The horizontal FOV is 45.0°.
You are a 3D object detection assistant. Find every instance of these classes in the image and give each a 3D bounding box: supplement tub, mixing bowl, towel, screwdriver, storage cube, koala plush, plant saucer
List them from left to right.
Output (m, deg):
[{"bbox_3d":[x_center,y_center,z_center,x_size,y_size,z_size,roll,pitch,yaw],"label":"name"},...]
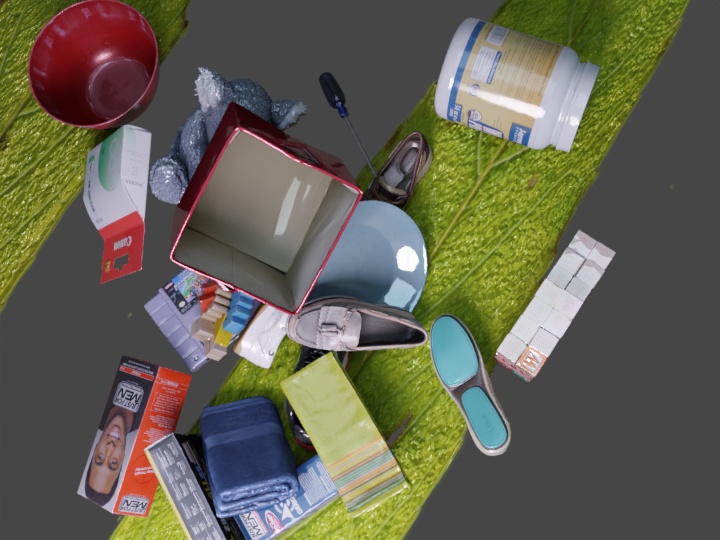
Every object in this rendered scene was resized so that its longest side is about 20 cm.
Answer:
[{"bbox_3d":[-0.385,-0.295,1.316,0.199,0.108,0.201,-1,79,6],"label":"mixing bowl"},{"bbox_3d":[-0.178,-0.193,1.205,0.177,0.200,0.185,18,57,-14],"label":"koala plush"},{"bbox_3d":[-0.149,0.239,1.142,0.111,0.200,0.049,-10,116,-12],"label":"towel"},{"bbox_3d":[-0.124,-0.081,1.075,0.170,0.180,0.201,25,104,-18],"label":"storage cube"},{"bbox_3d":[-0.021,0.208,1.113,0.086,0.018,0.201,-30,75,-4],"label":"towel"},{"bbox_3d":[-0.018,-0.213,1.280,0.028,0.029,0.201,-9,65,-31],"label":"screwdriver"},{"bbox_3d":[0.000,0.000,1.203,0.200,0.039,0.202,-8,107,-27],"label":"plant saucer"},{"bbox_3d":[0.217,-0.255,1.212,0.199,0.145,0.145,21,82,11],"label":"supplement tub"}]

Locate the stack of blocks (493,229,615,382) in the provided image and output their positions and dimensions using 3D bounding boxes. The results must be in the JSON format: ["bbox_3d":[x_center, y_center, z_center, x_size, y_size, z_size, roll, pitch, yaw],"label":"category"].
[{"bbox_3d":[0.259,0.048,1.161,0.058,0.115,0.200,34,84,12],"label":"stack of blocks"}]

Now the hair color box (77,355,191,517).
[{"bbox_3d":[-0.313,0.227,1.205,0.101,0.061,0.201,6,77,44],"label":"hair color box"}]

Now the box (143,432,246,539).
[{"bbox_3d":[-0.197,0.312,1.143,0.049,0.160,0.201,-30,77,1],"label":"box"}]

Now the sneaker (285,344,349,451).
[{"bbox_3d":[-0.059,0.145,1.192,0.070,0.098,0.202,5,78,10],"label":"sneaker"}]

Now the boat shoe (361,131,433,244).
[{"bbox_3d":[0.038,-0.111,1.243,0.072,0.072,0.200,32,84,12],"label":"boat shoe"}]

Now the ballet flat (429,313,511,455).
[{"bbox_3d":[0.149,0.156,1.181,0.069,0.069,0.201,-21,71,3],"label":"ballet flat"}]

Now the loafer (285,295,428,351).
[{"bbox_3d":[0.000,0.075,1.162,0.199,0.063,0.072,3,102,-30],"label":"loafer"}]

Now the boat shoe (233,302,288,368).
[{"bbox_3d":[-0.096,0.044,1.210,0.069,0.071,0.200,35,85,-9],"label":"boat shoe"}]

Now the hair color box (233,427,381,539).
[{"bbox_3d":[-0.065,0.289,1.161,0.200,0.100,0.061,-34,76,-1],"label":"hair color box"}]

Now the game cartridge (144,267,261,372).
[{"bbox_3d":[-0.204,0.036,1.266,0.200,0.038,0.130,-39,81,-2],"label":"game cartridge"}]

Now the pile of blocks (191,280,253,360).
[{"bbox_3d":[-0.182,0.023,1.198,0.082,0.062,0.201,7,76,52],"label":"pile of blocks"}]

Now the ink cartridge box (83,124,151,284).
[{"bbox_3d":[-0.358,-0.092,1.253,0.050,0.161,0.201,12,75,-34],"label":"ink cartridge box"}]
